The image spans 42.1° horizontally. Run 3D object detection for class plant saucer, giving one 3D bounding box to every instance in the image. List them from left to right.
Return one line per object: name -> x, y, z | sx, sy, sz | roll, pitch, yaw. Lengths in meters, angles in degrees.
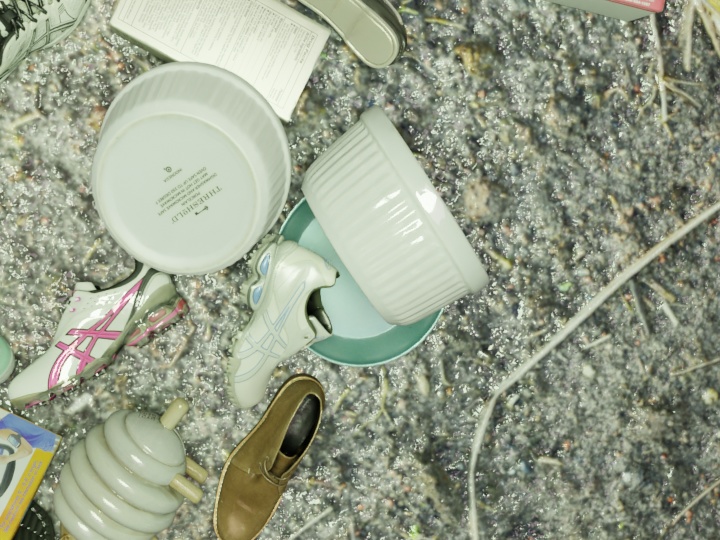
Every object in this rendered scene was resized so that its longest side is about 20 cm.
plant saucer -> 0.000, 0.000, 1.004 | 0.195, 0.036, 0.205 | -1, 95, -10

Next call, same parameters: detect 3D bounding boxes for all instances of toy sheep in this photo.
toy sheep -> -0.231, 0.211, 0.938 | 0.137, 0.138, 0.201 | 37, 92, -10

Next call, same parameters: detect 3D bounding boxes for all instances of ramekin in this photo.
ramekin -> -0.167, -0.090, 0.903 | 0.197, 0.095, 0.207 | 1, 115, 2
ramekin -> 0.029, -0.043, 0.892 | 0.104, 0.200, 0.202 | -34, 100, 5

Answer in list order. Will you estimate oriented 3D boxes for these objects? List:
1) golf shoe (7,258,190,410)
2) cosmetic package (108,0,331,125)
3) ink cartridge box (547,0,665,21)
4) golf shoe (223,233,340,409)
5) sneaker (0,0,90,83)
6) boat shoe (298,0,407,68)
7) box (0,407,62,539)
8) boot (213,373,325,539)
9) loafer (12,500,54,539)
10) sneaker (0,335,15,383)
golf shoe -> -0.276, 0.062, 0.949 | 0.198, 0.073, 0.093 | -35, 94, -15
cosmetic package -> -0.140, -0.239, 0.940 | 0.197, 0.073, 0.105 | 28, 91, -11
ink cartridge box -> 0.259, -0.384, 0.987 | 0.142, 0.085, 0.205 | 10, 95, -10
golf shoe -> -0.079, 0.067, 0.943 | 0.095, 0.079, 0.203 | 18, 121, 4
sneaker -> -0.330, -0.235, 0.895 | 0.200, 0.088, 0.076 | -46, 107, 1
boat shoe -> -0.026, -0.295, 0.970 | 0.067, 0.057, 0.201 | -37, 98, 32
box -> -0.412, 0.179, 0.921 | 0.197, 0.041, 0.121 | 29, 55, -12
boot -> -0.098, 0.207, 0.987 | 0.073, 0.075, 0.203 | 28, 91, -12
loafer -> -0.412, 0.261, 0.951 | 0.196, 0.074, 0.072 | 18, 135, -17
sneaker -> -0.421, 0.041, 0.890 | 0.198, 0.118, 0.075 | 33, 61, -10
